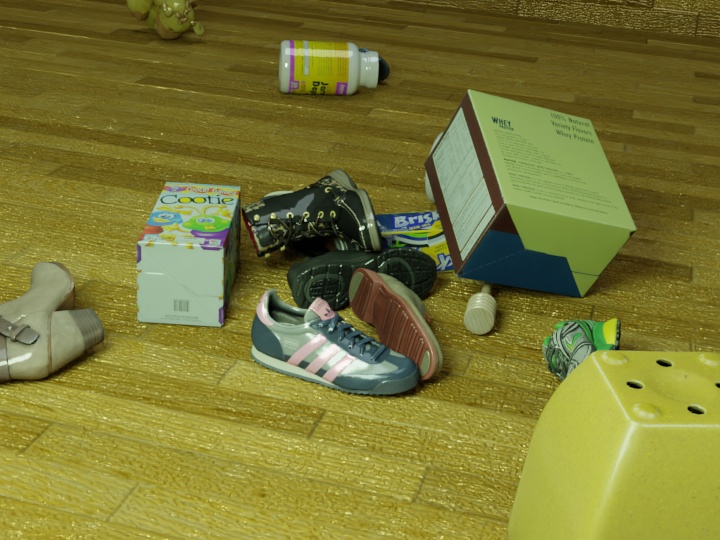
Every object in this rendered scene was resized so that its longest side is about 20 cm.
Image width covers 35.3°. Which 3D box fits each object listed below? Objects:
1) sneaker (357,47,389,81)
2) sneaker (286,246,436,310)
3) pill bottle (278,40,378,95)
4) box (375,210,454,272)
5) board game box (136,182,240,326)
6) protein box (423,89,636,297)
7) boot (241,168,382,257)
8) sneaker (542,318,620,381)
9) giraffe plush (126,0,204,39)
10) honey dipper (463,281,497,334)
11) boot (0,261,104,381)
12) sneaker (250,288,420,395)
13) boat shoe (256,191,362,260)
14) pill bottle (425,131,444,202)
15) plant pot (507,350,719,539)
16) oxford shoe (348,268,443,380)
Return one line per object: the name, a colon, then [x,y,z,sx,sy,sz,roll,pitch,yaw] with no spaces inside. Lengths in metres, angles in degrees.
sneaker: [-0.015,-0.455,2.445,0.197,0.067,0.078,16,23,26]
sneaker: [0.000,0.000,1.418,0.197,0.077,0.091,-3,18,-20]
pill bottle: [-0.065,-0.407,2.281,0.196,0.106,0.105,1,24,-7]
box: [0.107,-0.039,1.528,0.196,0.065,0.070,-4,25,-18]
board game box: [-0.207,-0.025,1.396,0.103,0.105,0.201,3,24,-1]
protein box: [0.211,-0.097,1.448,0.195,0.136,0.202,9,46,-24]
boot: [-0.062,-0.058,1.413,0.148,0.074,0.200,-19,30,-10]
sneaker: [0.236,0.107,1.224,0.084,0.080,0.200,2,14,14]
giraffe plush: [-0.439,-0.611,2.648,0.170,0.201,0.164,-5,54,-28]
honey dipper: [0.158,0.024,1.430,0.037,0.039,0.200,7,22,8]
boot: [-0.377,0.054,1.240,0.144,0.071,0.199,-15,30,-32]
sneaker: [-0.029,0.076,1.222,0.197,0.083,0.070,11,24,16]
boat shoe: [-0.078,-0.055,1.526,0.198,0.073,0.067,26,32,35]
pill bottle: [0.206,-0.139,1.707,0.197,0.113,0.111,13,25,21]
plant pot: [0.238,0.176,0.893,0.192,0.203,0.195,2,23,-6]
oxford shoe: [0.056,0.057,1.299,0.074,0.071,0.200,7,28,-29]
